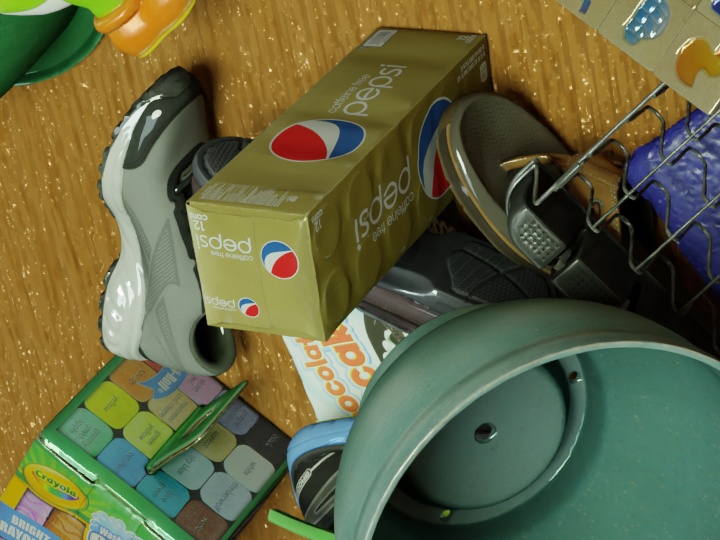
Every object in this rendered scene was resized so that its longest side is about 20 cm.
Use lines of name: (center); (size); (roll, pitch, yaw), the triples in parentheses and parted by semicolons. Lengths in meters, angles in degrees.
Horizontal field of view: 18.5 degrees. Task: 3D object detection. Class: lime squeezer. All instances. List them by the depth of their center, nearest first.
lime squeezer: (0.041, 0.124, 1.094); (0.200, 0.038, 0.071); (-23, 90, 28)

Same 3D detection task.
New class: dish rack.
dish rack: (0.175, -0.034, 0.992); (0.153, 0.055, 0.200); (44, 115, -5)

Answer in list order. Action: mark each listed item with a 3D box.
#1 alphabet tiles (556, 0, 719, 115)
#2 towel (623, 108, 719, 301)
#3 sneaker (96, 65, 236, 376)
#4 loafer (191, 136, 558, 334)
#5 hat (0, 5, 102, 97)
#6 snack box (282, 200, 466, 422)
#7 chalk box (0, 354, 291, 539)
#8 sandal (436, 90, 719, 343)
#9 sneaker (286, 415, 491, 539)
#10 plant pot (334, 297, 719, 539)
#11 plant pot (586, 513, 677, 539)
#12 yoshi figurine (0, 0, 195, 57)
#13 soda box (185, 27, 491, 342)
alphabet tiles: (0.147, -0.171, 0.946); (0.200, 0.006, 0.166); (41, 109, 26)
towel: (0.236, -0.014, 1.041); (0.148, 0.050, 0.200); (-36, 98, 33)
sneaker: (-0.095, -0.025, 1.209); (0.079, 0.074, 0.200); (22, 134, 20)
loafer: (0.000, 0.000, 1.123); (0.200, 0.072, 0.063); (25, 130, 7)
hat: (-0.227, -0.097, 1.139); (0.166, 0.176, 0.200); (13, 136, -3)
snack box: (0.018, 0.038, 1.203); (0.116, 0.037, 0.200); (-9, 115, 32)
chalk box: (-0.130, 0.129, 1.295); (0.124, 0.125, 0.200); (38, 130, 4)
sandal: (0.120, -0.016, 1.080); (0.200, 0.082, 0.055); (48, 132, -6)
sneaker: (0.052, 0.111, 1.150); (0.200, 0.071, 0.083); (-9, 84, 32)
plant pot: (0.073, 0.093, 0.974); (0.200, 0.134, 0.200); (-8, 117, -16)
plant pot: (0.192, 0.185, 1.109); (0.200, 0.200, 0.196); (-28, 94, 40)
yoshi figurine: (-0.163, -0.200, 1.082); (0.200, 0.112, 0.112); (31, 161, -21)
soda box: (-0.004, -0.045, 1.055); (0.064, 0.200, 0.068); (8, 122, 27)
